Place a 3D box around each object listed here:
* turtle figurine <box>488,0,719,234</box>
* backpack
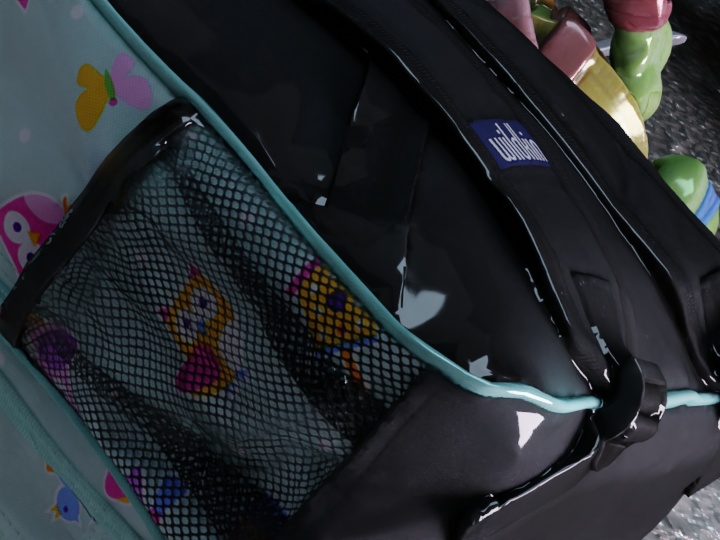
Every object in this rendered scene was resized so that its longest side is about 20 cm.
[{"bbox_3d":[0.048,-0.100,0.895,0.193,0.201,0.144,35,-13,-15],"label":"turtle figurine"},{"bbox_3d":[-0.025,-0.005,0.635,0.200,0.153,0.175,54,28,17],"label":"backpack"}]
